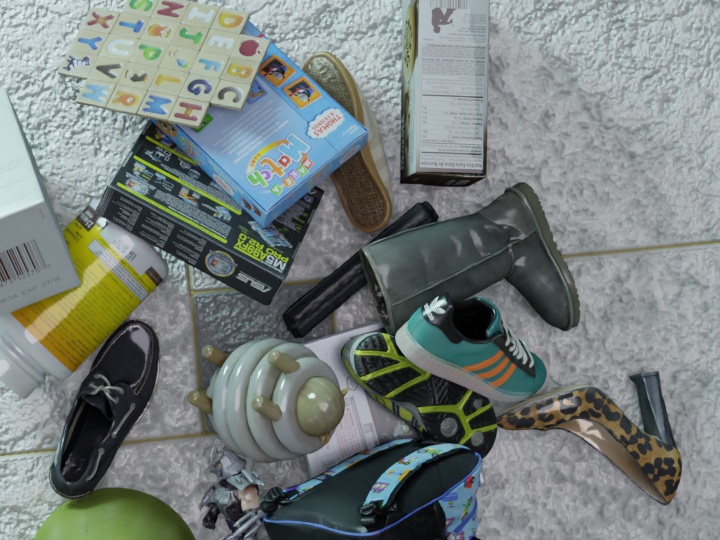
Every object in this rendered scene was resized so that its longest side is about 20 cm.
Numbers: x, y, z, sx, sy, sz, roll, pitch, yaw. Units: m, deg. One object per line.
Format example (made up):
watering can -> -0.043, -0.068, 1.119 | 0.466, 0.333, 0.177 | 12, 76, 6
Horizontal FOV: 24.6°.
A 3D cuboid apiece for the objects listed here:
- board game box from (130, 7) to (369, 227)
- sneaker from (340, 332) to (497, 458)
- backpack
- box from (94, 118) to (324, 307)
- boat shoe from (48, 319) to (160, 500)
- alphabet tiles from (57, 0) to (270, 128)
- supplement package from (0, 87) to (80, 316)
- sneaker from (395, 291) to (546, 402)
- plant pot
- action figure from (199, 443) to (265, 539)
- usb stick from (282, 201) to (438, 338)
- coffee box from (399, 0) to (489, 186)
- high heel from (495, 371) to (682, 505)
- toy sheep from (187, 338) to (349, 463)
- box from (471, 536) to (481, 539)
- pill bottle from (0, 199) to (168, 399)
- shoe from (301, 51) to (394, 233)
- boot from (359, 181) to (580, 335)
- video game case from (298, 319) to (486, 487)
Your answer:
board game box -> -0.114, -0.159, 1.696 | 0.200, 0.037, 0.151 | 43, 63, 14
sneaker -> 0.064, 0.125, 1.720 | 0.200, 0.076, 0.076 | 42, 79, -21
backpack -> 0.029, 0.249, 1.635 | 0.199, 0.182, 0.136 | -27, 108, -42
box -> -0.149, -0.070, 1.684 | 0.199, 0.044, 0.161 | 28, 40, -6
boat shoe -> -0.258, 0.139, 1.692 | 0.072, 0.063, 0.201 | 25, 75, -2
alphabet tiles -> -0.200, -0.218, 1.690 | 0.198, 0.006, 0.167 | 12, 53, 10
supplement package -> -0.364, -0.064, 1.618 | 0.116, 0.200, 0.118 | -22, 134, -7
sneaker -> 0.131, 0.076, 1.686 | 0.199, 0.072, 0.080 | 19, 125, -40
plant pot -> -0.246, 0.316, 1.627 | 0.185, 0.200, 0.189 | 0, 88, -7
action figure -> -0.120, 0.271, 1.687 | 0.069, 0.130, 0.202 | -17, 100, -9
usb stick -> 0.000, 0.000, 1.744 | 0.200, 0.055, 0.033 | -40, 76, -7
coffee box -> 0.087, -0.193, 1.734 | 0.079, 0.113, 0.202 | 1, 88, -7
high heel -> 0.246, 0.192, 1.756 | 0.198, 0.071, 0.144 | -9, 83, -16
toy sheep -> -0.096, 0.130, 1.674 | 0.137, 0.199, 0.139 | -9, 102, -48
box -> 0.083, 0.408, 1.706 | 0.196, 0.117, 0.201 | -30, 91, -8
pill bottle -> -0.297, 0.032, 1.677 | 0.109, 0.109, 0.200 | 44, 83, -3
shoe -> -0.013, -0.135, 1.755 | 0.070, 0.053, 0.201 | -20, 86, 21
boot -> 0.115, 0.018, 1.728 | 0.199, 0.072, 0.183 | -28, 96, -21
video game case -> 0.022, 0.157, 1.757 | 0.180, 0.023, 0.202 | -16, 89, -7
